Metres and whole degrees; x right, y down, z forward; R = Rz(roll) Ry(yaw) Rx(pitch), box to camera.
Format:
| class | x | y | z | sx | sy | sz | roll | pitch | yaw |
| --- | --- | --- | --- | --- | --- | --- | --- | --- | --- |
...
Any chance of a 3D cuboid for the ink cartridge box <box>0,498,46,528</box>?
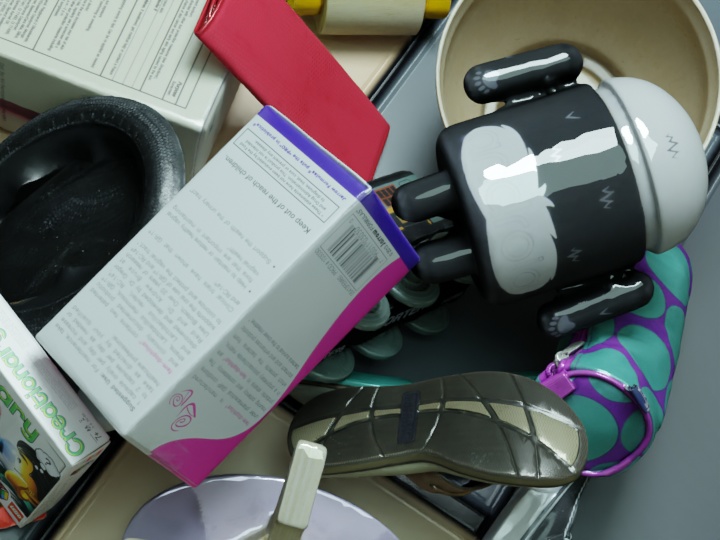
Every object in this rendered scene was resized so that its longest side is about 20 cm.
| class | x | y | z | sx | sy | sz | roll | pitch | yaw |
| --- | --- | --- | --- | --- | --- | --- | --- | --- | --- |
| ink cartridge box | -0.319 | 0.105 | 1.025 | 0.200 | 0.047 | 0.160 | -11 | 70 | -14 |

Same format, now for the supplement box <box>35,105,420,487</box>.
| class | x | y | z | sx | sy | sz | roll | pitch | yaw |
| --- | --- | --- | --- | --- | --- | --- | --- | --- | --- |
| supplement box | -0.078 | 0.017 | 0.952 | 0.200 | 0.101 | 0.103 | -46 | 58 | -6 |

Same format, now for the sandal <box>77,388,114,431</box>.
| class | x | y | z | sx | sy | sz | roll | pitch | yaw |
| --- | --- | --- | --- | --- | --- | --- | --- | --- | --- |
| sandal | -0.110 | 0.050 | 1.085 | 0.203 | 0.082 | 0.050 | -45 | 124 | -25 |

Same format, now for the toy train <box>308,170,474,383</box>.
| class | x | y | z | sx | sy | sz | roll | pitch | yaw |
| --- | --- | --- | --- | --- | --- | --- | --- | --- | --- |
| toy train | 0.000 | 0.000 | 1.087 | 0.200 | 0.085 | 0.114 | -22 | 64 | -44 |

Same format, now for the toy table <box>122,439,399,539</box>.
| class | x | y | z | sx | sy | sz | roll | pitch | yaw |
| --- | --- | --- | --- | --- | --- | --- | --- | --- | --- |
| toy table | -0.053 | 0.195 | 0.978 | 0.200 | 0.117 | 0.184 | 4 | 86 | -4 |

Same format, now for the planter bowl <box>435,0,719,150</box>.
| class | x | y | z | sx | sy | sz | roll | pitch | yaw |
| --- | --- | --- | --- | --- | --- | --- | --- | --- | --- |
| planter bowl | 0.151 | -0.125 | 1.152 | 0.200 | 0.135 | 0.200 | 0 | 83 | 0 |

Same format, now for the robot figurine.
| class | x | y | z | sx | sy | sz | roll | pitch | yaw |
| --- | --- | --- | --- | --- | --- | --- | --- | --- | --- |
| robot figurine | 0.123 | -0.050 | 1.015 | 0.200 | 0.150 | 0.125 | -18 | 42 | -2 |

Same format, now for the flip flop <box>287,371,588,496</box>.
| class | x | y | z | sx | sy | sz | roll | pitch | yaw |
| --- | --- | --- | --- | --- | --- | --- | --- | --- | --- |
| flip flop | 0.050 | 0.114 | 1.017 | 0.200 | 0.058 | 0.081 | -5 | 47 | 20 |

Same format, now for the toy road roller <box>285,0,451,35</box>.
| class | x | y | z | sx | sy | sz | roll | pitch | yaw |
| --- | --- | --- | --- | --- | --- | --- | --- | --- | --- |
| toy road roller | 0.001 | -0.289 | 1.235 | 0.123 | 0.146 | 0.200 | 0 | 104 | -11 |

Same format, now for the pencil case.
| class | x | y | z | sx | sy | sz | roll | pitch | yaw |
| --- | --- | --- | --- | --- | --- | --- | --- | --- | --- |
| pencil case | 0.175 | 0.048 | 1.085 | 0.092 | 0.085 | 0.200 | 58 | 32 | -20 |

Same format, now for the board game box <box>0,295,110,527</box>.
| class | x | y | z | sx | sy | sz | roll | pitch | yaw |
| --- | --- | --- | --- | --- | --- | --- | --- | --- | --- |
| board game box | -0.246 | 0.058 | 0.994 | 0.035 | 0.126 | 0.200 | -35 | 84 | -37 |

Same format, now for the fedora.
| class | x | y | z | sx | sy | sz | roll | pitch | yaw |
| --- | --- | --- | --- | --- | --- | --- | --- | --- | --- |
| fedora | -0.182 | -0.020 | 1.057 | 0.200 | 0.092 | 0.201 | -13 | 61 | 26 |

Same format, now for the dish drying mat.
| class | x | y | z | sx | sy | sz | roll | pitch | yaw |
| --- | --- | --- | --- | --- | --- | --- | --- | --- | --- |
| dish drying mat | -0.045 | -0.134 | 1.124 | 0.018 | 0.200 | 0.077 | -5 | 55 | 36 |

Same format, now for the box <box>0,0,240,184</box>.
| class | x | y | z | sx | sy | sz | roll | pitch | yaw |
| --- | --- | --- | --- | --- | --- | --- | --- | --- | --- |
| box | -0.187 | -0.158 | 1.130 | 0.200 | 0.109 | 0.128 | 21 | 63 | -1 |

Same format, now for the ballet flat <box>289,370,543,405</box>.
| class | x | y | z | sx | sy | sz | roll | pitch | yaw |
| --- | --- | --- | --- | --- | --- | --- | --- | --- | --- |
| ballet flat | 0.043 | 0.101 | 1.089 | 0.200 | 0.067 | 0.064 | 1 | 93 | -8 |

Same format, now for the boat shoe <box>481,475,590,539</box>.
| class | x | y | z | sx | sy | sz | roll | pitch | yaw |
| --- | --- | --- | --- | --- | --- | --- | --- | --- | --- |
| boat shoe | 0.113 | 0.199 | 1.052 | 0.068 | 0.072 | 0.200 | 36 | 65 | 4 |
